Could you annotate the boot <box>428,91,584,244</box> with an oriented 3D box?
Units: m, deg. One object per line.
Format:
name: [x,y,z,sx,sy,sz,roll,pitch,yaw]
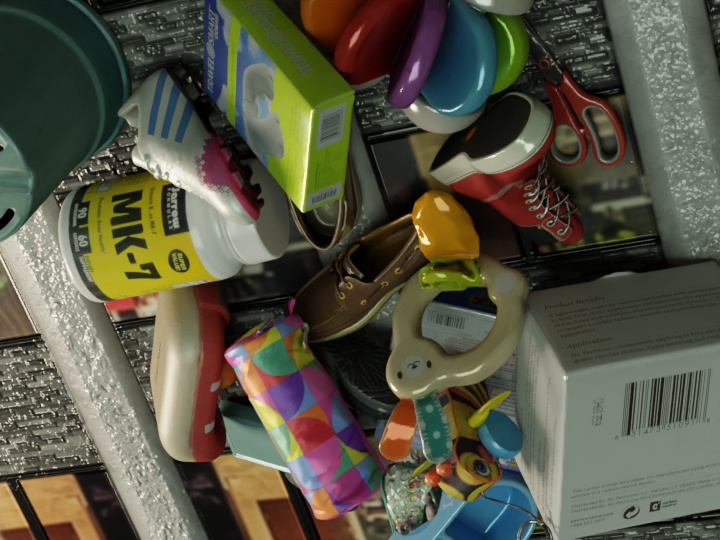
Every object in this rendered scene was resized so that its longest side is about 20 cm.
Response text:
boot: [0.156,-0.079,1.398,0.144,0.073,0.200,35,166,-10]

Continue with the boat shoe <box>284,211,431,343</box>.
boat shoe: [0.000,0.000,1.523,0.199,0.073,0.067,-32,147,24]

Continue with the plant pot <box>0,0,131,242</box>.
plant pot: [-0.330,-0.134,1.451,0.198,0.197,0.202,6,125,9]

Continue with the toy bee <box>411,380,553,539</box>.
toy bee: [0.101,0.163,1.478,0.108,0.200,0.132,11,115,-41]

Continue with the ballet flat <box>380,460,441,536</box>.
ballet flat: [0.068,0.287,1.710,0.063,0.076,0.202,-8,123,9]

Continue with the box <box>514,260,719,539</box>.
box: [0.252,0.119,1.476,0.196,0.131,0.202,-9,125,-10]

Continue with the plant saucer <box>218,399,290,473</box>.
plant saucer: [-0.077,0.178,1.640,0.199,0.019,0.071,8,124,49]

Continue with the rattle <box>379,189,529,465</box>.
rattle: [0.060,0.057,1.401,0.129,0.201,0.143,31,167,16]

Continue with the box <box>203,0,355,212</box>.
box: [-0.078,-0.161,1.375,0.200,0.047,0.123,51,150,32]

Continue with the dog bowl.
dog bowl: [0.105,0.278,1.657,0.111,0.050,0.201,34,101,-26]

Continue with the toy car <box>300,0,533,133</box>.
toy car: [0.042,-0.199,1.340,0.198,0.150,0.176,26,125,0]

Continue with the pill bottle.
pill bottle: [-0.175,-0.041,1.525,0.198,0.115,0.115,-11,120,20]

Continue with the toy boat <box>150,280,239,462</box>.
toy boat: [-0.140,0.098,1.616,0.129,0.131,0.202,0,127,-15]

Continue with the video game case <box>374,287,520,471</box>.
video game case: [0.124,0.106,1.590,0.198,0.046,0.183,13,124,6]

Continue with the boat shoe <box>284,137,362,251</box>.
boat shoe: [-0.044,-0.108,1.473,0.075,0.072,0.202,-9,120,19]

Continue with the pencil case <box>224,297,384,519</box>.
pencil case: [-0.051,0.133,1.516,0.088,0.088,0.202,-26,94,27]

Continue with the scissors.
scissors: [0.175,-0.175,1.412,0.072,0.014,0.202,-10,118,29]

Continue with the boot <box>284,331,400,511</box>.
boot: [-0.014,0.164,1.611,0.065,0.165,0.202,-14,127,-30]

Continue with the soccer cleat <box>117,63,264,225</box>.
soccer cleat: [-0.155,-0.098,1.444,0.086,0.201,0.070,-35,143,5]
